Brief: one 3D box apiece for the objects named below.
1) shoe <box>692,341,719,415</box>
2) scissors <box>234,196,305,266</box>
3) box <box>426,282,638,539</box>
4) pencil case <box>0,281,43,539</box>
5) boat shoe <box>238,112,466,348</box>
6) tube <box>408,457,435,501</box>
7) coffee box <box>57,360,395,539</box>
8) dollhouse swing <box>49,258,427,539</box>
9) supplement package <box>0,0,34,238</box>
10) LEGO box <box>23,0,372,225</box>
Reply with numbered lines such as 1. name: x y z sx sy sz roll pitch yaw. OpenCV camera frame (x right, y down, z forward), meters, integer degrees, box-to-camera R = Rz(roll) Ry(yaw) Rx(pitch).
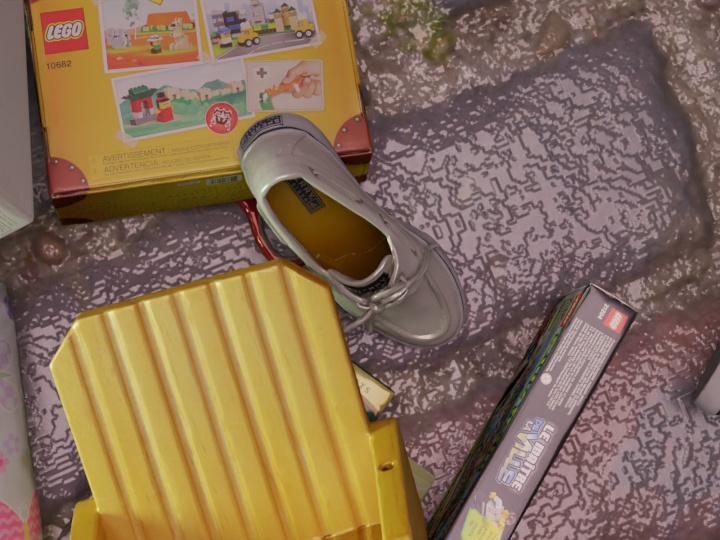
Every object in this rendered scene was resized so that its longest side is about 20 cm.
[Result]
1. shoe: 0.299 0.026 1.097 0.091 0.072 0.201 36 79 5
2. scissors: -0.096 -0.076 1.111 0.199 0.014 0.073 34 83 2
3. box: 0.096 0.105 1.057 0.035 0.110 0.201 31 83 0
4. pencil case: -0.246 0.103 1.045 0.090 0.083 0.202 -2 83 -42
5. boat shoe: 0.003 -0.003 1.028 0.074 0.086 0.202 -31 127 13
6. tube: -0.028 0.196 1.071 0.052 0.058 0.201 33 85 5
7. coffee box: -0.083 0.121 1.076 0.123 0.044 0.200 37 84 0
8. dollhouse swing: -0.076 0.123 0.956 0.199 0.182 0.177 -14 119 4
9. supplement package: -0.305 -0.094 0.960 0.199 0.147 0.192 -25 51 18
10. LEGO box: -0.101 -0.120 1.072 0.198 0.077 0.150 -8 79 -6
